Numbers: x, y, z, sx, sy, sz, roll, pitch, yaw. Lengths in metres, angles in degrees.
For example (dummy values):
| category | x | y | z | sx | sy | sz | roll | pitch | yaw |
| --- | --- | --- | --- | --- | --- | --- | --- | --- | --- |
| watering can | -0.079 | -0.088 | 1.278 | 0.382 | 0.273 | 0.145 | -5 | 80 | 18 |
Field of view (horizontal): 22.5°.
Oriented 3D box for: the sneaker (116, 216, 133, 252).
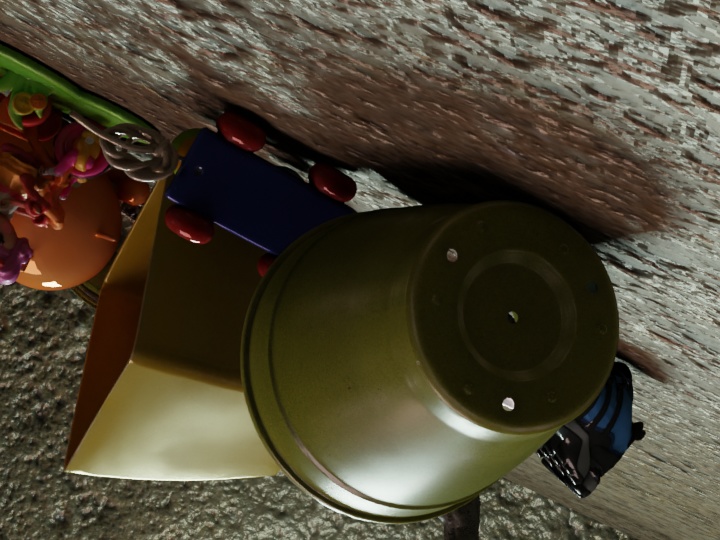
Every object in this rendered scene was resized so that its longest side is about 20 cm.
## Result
| category | x | y | z | sx | sy | sz | roll | pitch | yaw |
| --- | --- | --- | --- | --- | --- | --- | --- | --- | --- |
| sneaker | -0.222 | -0.045 | 1.825 | 0.199 | 0.078 | 0.086 | 24 | -164 | -6 |

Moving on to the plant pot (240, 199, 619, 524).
| category | x | y | z | sx | sy | sz | roll | pitch | yaw |
| --- | --- | --- | --- | --- | --- | --- | --- | --- | --- |
| plant pot | 0.053 | 0.041 | 1.064 | 0.200 | 0.201 | 0.193 | 27 | 160 | -14 |

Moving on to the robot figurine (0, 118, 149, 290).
| category | x | y | z | sx | sy | sz | roll | pitch | yaw |
| --- | --- | --- | --- | --- | --- | --- | --- | --- | --- |
| robot figurine | -0.262 | -0.059 | 1.497 | 0.144 | 0.117 | 0.200 | 25 | -164 | -32 |

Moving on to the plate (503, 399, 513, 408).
| category | x | y | z | sx | sy | sz | roll | pitch | yaw |
| --- | --- | --- | --- | --- | --- | --- | --- | --- | --- |
| plate | 0.077 | 0.078 | 1.765 | 0.199 | 0.032 | 0.200 | 24 | 172 | 10 |

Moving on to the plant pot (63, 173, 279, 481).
| category | x | y | z | sx | sy | sz | roll | pitch | yaw |
| --- | --- | --- | --- | --- | --- | --- | --- | --- | --- |
| plant pot | -0.121 | 0.064 | 1.502 | 0.176 | 0.201 | 0.200 | 18 | 141 | -15 |

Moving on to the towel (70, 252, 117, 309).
| category | x | y | z | sx | sy | sz | roll | pitch | yaw |
| --- | --- | --- | --- | --- | --- | --- | --- | --- | --- |
| towel | -0.223 | 0.000 | 1.846 | 0.143 | 0.023 | 0.200 | 34 | -153 | 23 |

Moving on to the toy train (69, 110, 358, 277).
| category | x | y | z | sx | sy | sz | roll | pitch | yaw |
| --- | --- | --- | --- | --- | --- | --- | --- | --- | --- |
| toy train | -0.105 | -0.070 | 1.184 | 0.200 | 0.085 | 0.116 | 28 | -174 | -20 |

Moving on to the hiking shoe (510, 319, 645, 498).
| category | x | y | z | sx | sy | sz | roll | pitch | yaw |
| --- | --- | --- | --- | --- | --- | --- | --- | --- | --- |
| hiking shoe | 0.165 | 0.086 | 1.395 | 0.074 | 0.087 | 0.200 | 39 | 160 | 39 |

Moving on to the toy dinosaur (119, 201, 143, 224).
| category | x | y | z | sx | sy | sz | roll | pitch | yaw |
| --- | --- | --- | --- | --- | --- | --- | --- | --- | --- |
| toy dinosaur | -0.155 | -0.017 | 1.671 | 0.199 | 0.102 | 0.136 | 4 | -153 | -41 |

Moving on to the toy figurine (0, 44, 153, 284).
| category | x | y | z | sx | sy | sz | roll | pitch | yaw |
| --- | --- | --- | --- | --- | --- | --- | --- | --- | --- |
| toy figurine | -0.280 | -0.063 | 1.368 | 0.199 | 0.185 | 0.150 | 25 | 173 | 0 |

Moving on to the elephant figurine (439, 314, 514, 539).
| category | x | y | z | sx | sy | sz | roll | pitch | yaw |
| --- | --- | --- | --- | --- | --- | --- | --- | --- | --- |
| elephant figurine | 0.056 | 0.126 | 1.446 | 0.141 | 0.201 | 0.155 | 5 | -163 | 30 |
